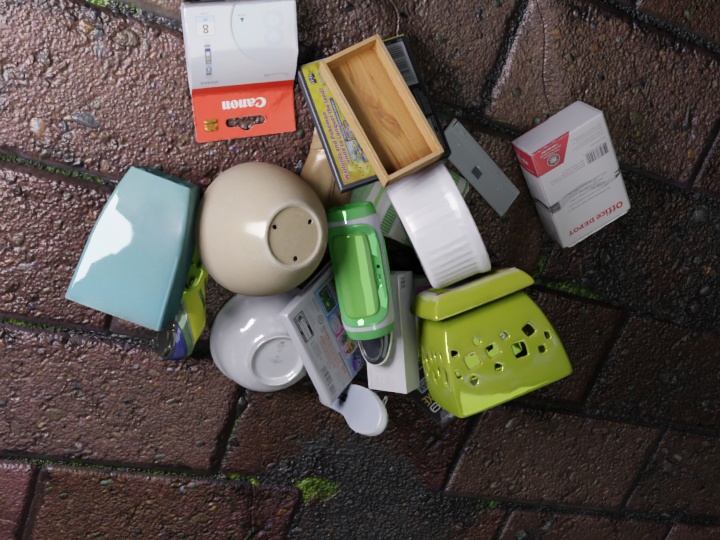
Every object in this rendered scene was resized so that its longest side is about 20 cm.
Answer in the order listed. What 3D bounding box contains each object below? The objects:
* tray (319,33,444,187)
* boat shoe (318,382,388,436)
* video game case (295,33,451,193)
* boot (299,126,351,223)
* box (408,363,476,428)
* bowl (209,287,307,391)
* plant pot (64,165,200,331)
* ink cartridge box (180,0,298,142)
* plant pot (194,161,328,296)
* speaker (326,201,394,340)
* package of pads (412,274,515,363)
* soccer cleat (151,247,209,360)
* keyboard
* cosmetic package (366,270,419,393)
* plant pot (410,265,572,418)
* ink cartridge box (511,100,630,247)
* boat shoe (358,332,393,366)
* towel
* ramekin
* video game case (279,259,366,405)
[{"bbox_3d":[0.029,-0.233,1.202,0.098,0.037,0.202,-27,84,-12],"label":"tray"},{"bbox_3d":[0.007,0.244,1.434,0.085,0.201,0.076,26,83,-31],"label":"boat shoe"},{"bbox_3d":[0.019,-0.237,1.232,0.178,0.026,0.203,-19,82,-11],"label":"video game case"},{"bbox_3d":[-0.017,-0.139,1.305,0.172,0.066,0.203,15,109,-2],"label":"boot"},{"bbox_3d":[0.177,0.178,1.549,0.200,0.050,0.158,-42,121,2],"label":"box"},{"bbox_3d":[-0.148,0.129,1.382,0.198,0.091,0.204,-9,118,-16],"label":"bowl"},{"bbox_3d":[-0.312,-0.042,1.193,0.139,0.141,0.203,19,97,-5],"label":"plant pot"},{"bbox_3d":[-0.169,-0.287,1.192,0.158,0.047,0.203,-9,116,-16],"label":"ink cartridge box"},{"bbox_3d":[-0.123,-0.055,1.189,0.198,0.134,0.204,-5,99,-31],"label":"plant pot"},{"bbox_3d":[0.000,0.000,1.271,0.087,0.088,0.203,-12,101,-14],"label":"speaker"},{"bbox_3d":[0.180,0.092,1.450,0.197,0.068,0.157,3,97,-3],"label":"package of pads"},{"bbox_3d":[-0.274,0.050,1.324,0.083,0.064,0.203,1,114,-54],"label":"soccer cleat"},{"bbox_3d":[0.202,-0.173,1.405,0.056,0.011,0.200,-49,121,0],"label":"keyboard"},{"bbox_3d":[0.051,0.103,1.408,0.050,0.082,0.203,-16,105,-54],"label":"cosmetic package"},{"bbox_3d":[0.194,0.101,1.318,0.197,0.199,0.184,-19,94,-8],"label":"plant pot"},{"bbox_3d":[0.367,-0.165,1.431,0.146,0.083,0.201,-30,121,-3],"label":"ink cartridge box"},{"bbox_3d":[0.007,0.062,1.362,0.062,0.074,0.203,-18,103,-56],"label":"boat shoe"},{"bbox_3d":[0.077,-0.121,1.382,0.198,0.023,0.154,21,105,-26],"label":"towel"},{"bbox_3d":[0.120,-0.070,1.299,0.097,0.201,0.202,-26,122,3],"label":"ramekin"},{"bbox_3d":[-0.039,0.093,1.389,0.182,0.023,0.202,-47,129,-34],"label":"video game case"}]
